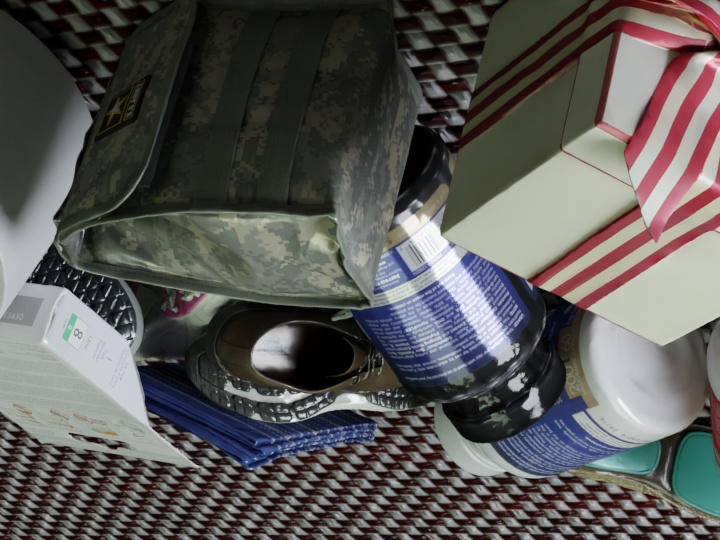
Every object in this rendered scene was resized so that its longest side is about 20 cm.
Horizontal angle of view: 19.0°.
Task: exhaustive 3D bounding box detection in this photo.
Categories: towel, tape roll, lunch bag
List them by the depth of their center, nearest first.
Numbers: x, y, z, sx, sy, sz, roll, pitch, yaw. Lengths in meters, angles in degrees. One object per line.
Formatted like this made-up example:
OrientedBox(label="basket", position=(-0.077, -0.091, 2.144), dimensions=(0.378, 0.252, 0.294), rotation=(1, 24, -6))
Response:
OrientedBox(label="lunch bag", position=(-0.080, -0.075, 1.288), dimensions=(0.200, 0.164, 0.118), rotation=(2, 147, 19))
OrientedBox(label="tape roll", position=(-0.287, -0.064, 1.381), dimensions=(0.202, 0.139, 0.203), rotation=(14, 134, 15))
OrientedBox(label="towel", position=(-0.088, 0.104, 1.620), dimensions=(0.145, 0.024, 0.200), rotation=(25, -169, 24))

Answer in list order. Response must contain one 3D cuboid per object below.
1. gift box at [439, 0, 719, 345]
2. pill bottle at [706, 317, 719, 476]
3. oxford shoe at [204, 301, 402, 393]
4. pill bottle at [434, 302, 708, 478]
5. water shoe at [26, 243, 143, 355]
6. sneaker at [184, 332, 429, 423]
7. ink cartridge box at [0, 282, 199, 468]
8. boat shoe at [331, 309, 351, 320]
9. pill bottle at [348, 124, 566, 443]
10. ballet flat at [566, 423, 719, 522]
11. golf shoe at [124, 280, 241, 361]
OrientedBox(label="gift box", position=(0.171, -0.069, 1.157), dimensions=(0.184, 0.200, 0.187), rotation=(21, 150, -21))
OrientedBox(label="pill bottle", position=(0.290, 0.079, 1.444), dimensions=(0.112, 0.112, 0.200), rotation=(6, 150, 15))
OrientedBox(label="oxford shoe", position=(-0.003, 0.060, 1.525), dimensions=(0.200, 0.073, 0.084), rotation=(-4, -168, -24))
OrientedBox(label="pill bottle", position=(0.143, 0.085, 1.525), dimensions=(0.111, 0.111, 0.200), rotation=(29, 148, -24))
OrientedBox(label="water shoe", position=(-0.242, 0.000, 1.554), dimensions=(0.200, 0.072, 0.079), rotation=(34, 169, -2))
OrientedBox(label="sneaker", position=(-0.042, 0.077, 1.605), dimensions=(0.200, 0.077, 0.089), rotation=(4, 174, -25))
OrientedBox(label="ink cartridge box", position=(-0.217, 0.069, 1.515), dimensions=(0.161, 0.050, 0.200), rotation=(6, 156, 35))
OrientedBox(label="boat shoe", position=(0.003, -0.001, 1.464), dimensions=(0.075, 0.086, 0.202), rotation=(-13, 141, 41))
OrientedBox(label="pill bottle", position=(0.051, 0.013, 1.392), dimensions=(0.112, 0.112, 0.200), rotation=(-11, 126, 38))
OrientedBox(label="ballet flat", position=(0.233, 0.145, 1.658), dimensions=(0.200, 0.071, 0.065), rotation=(20, 179, -4))
OrientedBox(label="golf shoe", position=(-0.114, 0.017, 1.585), dimensions=(0.091, 0.075, 0.200), rotation=(10, 157, -25))
